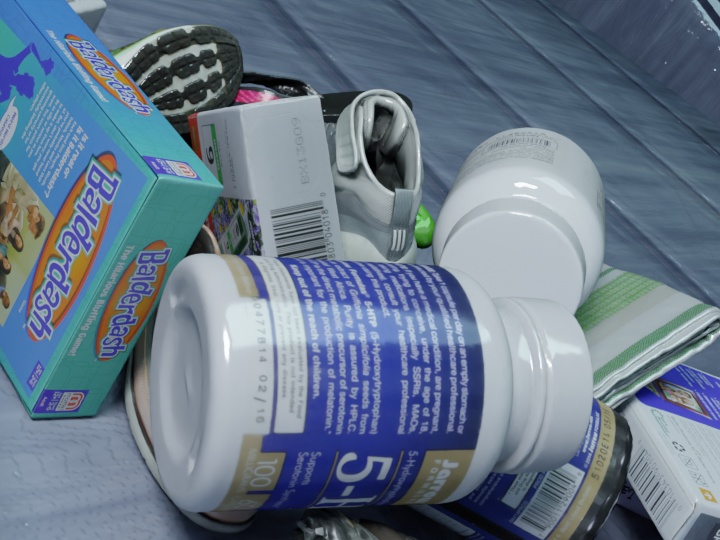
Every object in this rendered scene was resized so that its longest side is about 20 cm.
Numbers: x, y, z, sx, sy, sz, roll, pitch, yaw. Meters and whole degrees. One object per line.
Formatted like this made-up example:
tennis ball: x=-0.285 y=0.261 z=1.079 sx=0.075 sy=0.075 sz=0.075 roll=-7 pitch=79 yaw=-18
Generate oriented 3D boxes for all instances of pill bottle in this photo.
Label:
pill bottle: x=0.007 y=0.055 z=0.615 sx=0.199 sy=0.120 sz=0.120 roll=2 pitch=33 yaw=-23
pill bottle: x=0.050 y=0.088 z=0.745 sx=0.200 sy=0.112 sz=0.112 roll=30 pitch=22 yaw=-8
pill bottle: x=0.108 y=-0.023 z=0.849 sx=0.114 sy=0.115 sz=0.200 roll=32 pitch=21 yaw=0

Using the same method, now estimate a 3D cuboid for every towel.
towel: x=0.141 y=0.040 z=0.908 sx=0.149 sy=0.031 sz=0.200 roll=-27 pitch=29 yaw=-26

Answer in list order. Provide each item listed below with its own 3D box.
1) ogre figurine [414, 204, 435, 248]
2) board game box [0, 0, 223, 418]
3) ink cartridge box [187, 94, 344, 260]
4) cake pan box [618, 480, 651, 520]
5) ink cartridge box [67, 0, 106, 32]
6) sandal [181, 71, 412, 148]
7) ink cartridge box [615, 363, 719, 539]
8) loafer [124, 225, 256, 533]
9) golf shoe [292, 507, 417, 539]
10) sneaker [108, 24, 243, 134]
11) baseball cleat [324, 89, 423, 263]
ogre figurine: x=0.000 y=0.000 z=0.862 sx=0.120 sy=0.201 sz=0.098 roll=-3 pitch=-2 yaw=-40
board game box: x=-0.170 y=-0.044 z=0.672 sx=0.045 sy=0.152 sz=0.200 roll=6 pitch=35 yaw=-48
ink cartridge box: x=-0.067 y=-0.045 z=0.758 sx=0.050 sy=0.109 sz=0.200 roll=-11 pitch=9 yaw=-19
cake pan box: x=0.177 y=0.099 z=0.977 sx=0.184 sy=0.052 sz=0.200 roll=29 pitch=23 yaw=-16
ink cartridge box: x=-0.288 y=-0.192 z=0.930 sx=0.116 sy=0.067 sz=0.200 roll=34 pitch=22 yaw=3
sandal: x=-0.061 y=-0.125 z=0.931 sx=0.199 sy=0.045 sz=0.075 roll=-6 pitch=31 yaw=-2
ink cartridge box: x=0.259 y=0.134 z=0.889 sx=0.199 sy=0.043 sz=0.198 roll=19 pitch=25 yaw=-24
loafer: x=-0.089 y=0.050 z=0.691 sx=0.072 sy=0.063 sz=0.200 roll=19 pitch=30 yaw=-34
golf shoe: x=0.041 y=0.187 z=0.579 sx=0.094 sy=0.078 sz=0.200 roll=11 pitch=32 yaw=-42
sneaker: x=-0.176 y=-0.129 z=0.868 sx=0.199 sy=0.077 sz=0.089 roll=-24 pitch=35 yaw=-27
baseball cleat: x=-0.005 y=-0.073 z=0.766 sx=0.069 sy=0.107 sz=0.200 roll=-1 pitch=32 yaw=-26
